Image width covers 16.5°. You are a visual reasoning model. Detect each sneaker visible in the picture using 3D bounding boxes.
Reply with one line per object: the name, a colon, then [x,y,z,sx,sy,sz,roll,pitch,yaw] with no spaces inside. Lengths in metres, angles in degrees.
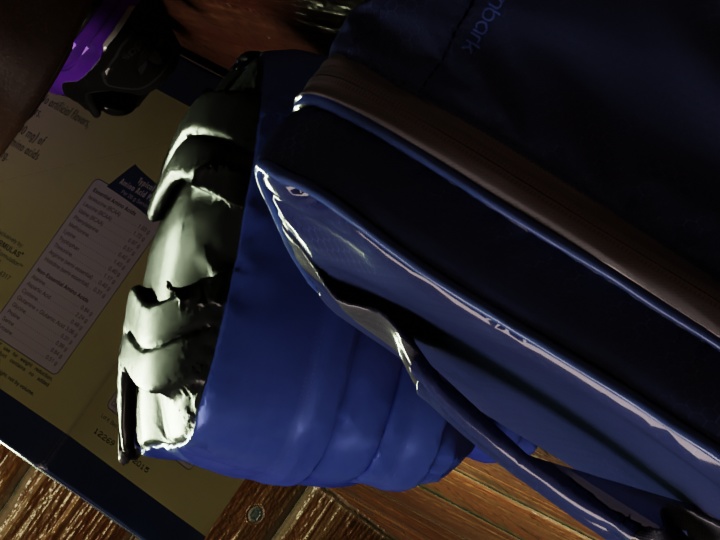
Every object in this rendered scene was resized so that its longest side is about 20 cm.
sneaker: [-0.141,-0.109,1.141,0.099,0.070,0.200,37,173,-25]

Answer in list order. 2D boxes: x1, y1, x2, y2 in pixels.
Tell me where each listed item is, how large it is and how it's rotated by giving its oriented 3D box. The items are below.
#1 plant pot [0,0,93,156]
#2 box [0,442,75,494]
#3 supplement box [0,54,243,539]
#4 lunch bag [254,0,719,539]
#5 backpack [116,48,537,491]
plant pot: [-0.212,-0.133,0.940,0.198,0.201,0.200,29,175,-24]
box: [-0.150,0.023,1.464,0.148,0.200,0.107,36,171,-3]
supplement box: [-0.126,-0.001,1.226,0.200,0.200,0.134,29,170,36]
lunch bag: [0.077,0.000,0.658,0.200,0.133,0.136,33,172,18]
backpack: [0.000,0.000,0.908,0.167,0.163,0.200,7,174,-6]
